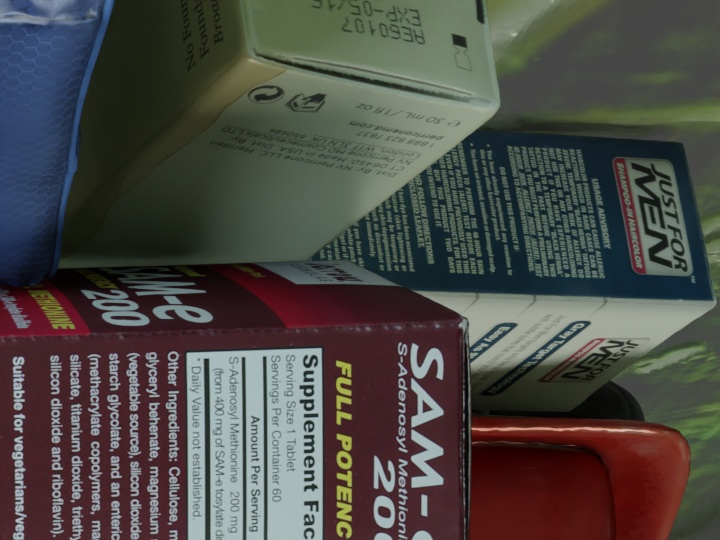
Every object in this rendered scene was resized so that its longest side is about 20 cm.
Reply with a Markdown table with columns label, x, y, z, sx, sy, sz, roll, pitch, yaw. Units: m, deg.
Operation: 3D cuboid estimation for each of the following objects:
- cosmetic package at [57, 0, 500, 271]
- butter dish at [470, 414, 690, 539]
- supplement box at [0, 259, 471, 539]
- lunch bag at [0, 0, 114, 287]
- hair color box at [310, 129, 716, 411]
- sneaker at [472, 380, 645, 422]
| label | x | y | z | sx | sy | sz | roll | pitch | yaw |
| --- | --- | --- | --- | --- | --- | --- | --- | --- | --- |
| cosmetic package | -0.056 | -0.045 | 0.676 | 0.073 | 0.104 | 0.200 | 9 | 149 | -34 |
| butter dish | 0.006 | 0.141 | 0.916 | 0.200 | 0.148 | 0.200 | 2 | 150 | -2 |
| supplement box | -0.085 | 0.034 | 0.590 | 0.200 | 0.061 | 0.109 | -1 | -173 | -14 |
| lunch bag | -0.124 | -0.079 | 0.526 | 0.132 | 0.136 | 0.200 | -4 | 157 | -13 |
| hair color box | 0.000 | 0.000 | 0.850 | 0.200 | 0.061 | 0.100 | 3 | 156 | -26 |
| sneaker | 0.002 | 0.070 | 1.000 | 0.200 | 0.075 | 0.116 | -14 | 154 | 14 |
